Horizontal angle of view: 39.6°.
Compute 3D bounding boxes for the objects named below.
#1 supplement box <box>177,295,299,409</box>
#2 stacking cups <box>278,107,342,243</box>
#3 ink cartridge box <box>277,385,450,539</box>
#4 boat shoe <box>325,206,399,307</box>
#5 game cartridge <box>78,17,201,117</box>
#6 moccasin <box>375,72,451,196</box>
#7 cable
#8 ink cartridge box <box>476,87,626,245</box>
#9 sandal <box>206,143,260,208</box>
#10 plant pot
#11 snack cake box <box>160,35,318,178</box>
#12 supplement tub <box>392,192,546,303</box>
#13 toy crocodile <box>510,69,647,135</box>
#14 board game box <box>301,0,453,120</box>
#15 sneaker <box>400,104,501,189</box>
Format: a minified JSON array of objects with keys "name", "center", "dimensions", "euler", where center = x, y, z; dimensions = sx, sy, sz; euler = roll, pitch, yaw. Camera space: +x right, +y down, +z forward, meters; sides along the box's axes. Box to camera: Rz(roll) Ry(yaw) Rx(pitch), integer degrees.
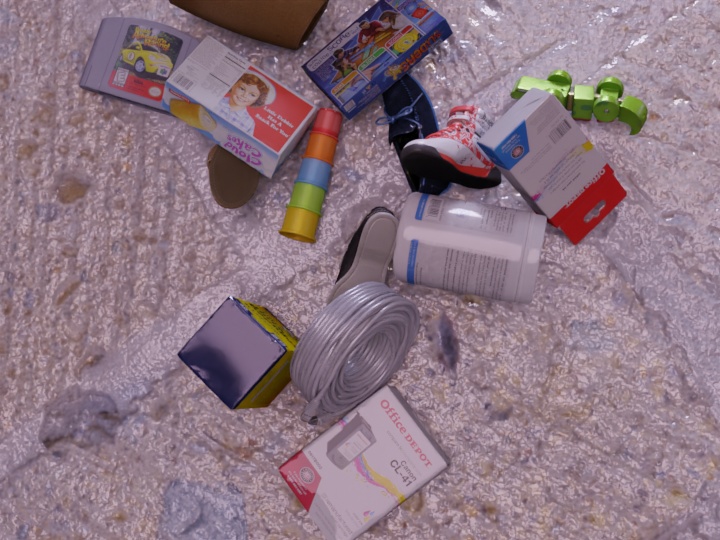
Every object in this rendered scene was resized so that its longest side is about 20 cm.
[{"name":"supplement box","center":[-0.156,0.118,1.403],"dimensions":[0.109,0.200,0.110],"euler":[43,91,10]},{"name":"stacking cups","center":[-0.074,-0.145,1.500],"dimensions":[0.060,0.061,0.201],"euler":[11,82,9]},{"name":"ink cartridge box","center":[0.006,0.278,1.420],"dimensions":[0.200,0.086,0.148],"euler":[-39,79,3]},{"name":"boat shoe","center":[0.000,0.000,1.467],"dimensions":[0.074,0.060,0.201],"euler":[16,106,-12]},{"name":"game cartridge","center":[-0.332,-0.323,1.569],"dimensions":[0.199,0.041,0.134],"euler":[17,81,9]},{"name":"moccasin","center":[0.075,-0.204,1.468],"dimensions":[0.068,0.080,0.201],"euler":[-15,75,-40]},{"name":"cable","center":[-0.006,0.109,1.391],"dimensions":[0.069,0.200,0.201],"euler":[38,118,30]},{"name":"ink cartridge box","center":[0.275,-0.146,1.422],"dimensions":[0.116,0.067,0.200],"euler":[-44,113,0]},{"name":"sandal","center":[-0.198,-0.170,1.522],"dimensions":[0.077,0.070,0.213],"euler":[6,62,-19]},{"name":"plant pot","center":[-0.154,-0.426,1.502],"dimensions":[0.200,0.186,0.187],"euler":[33,88,-5]},{"name":"snack cake box","center":[-0.180,-0.244,1.484],"dimensions":[0.200,0.067,0.115],"euler":[34,57,0]},{"name":"supplement tub","center":[0.154,-0.032,1.417],"dimensions":[0.199,0.132,0.133],"euler":[12,84,9]},{"name":"toy crocodile","center":[0.320,-0.246,1.462],"dimensions":[0.199,0.062,0.068],"euler":[11,45,11]},{"name":"board game box","center":[0.022,-0.329,1.490],"dimensions":[0.200,0.034,0.135],"euler":[-39,48,2]},{"name":"sneaker","center":[0.126,-0.187,1.423],"dimensions":[0.067,0.201,0.108],"euler":[-15,72,43]}]
